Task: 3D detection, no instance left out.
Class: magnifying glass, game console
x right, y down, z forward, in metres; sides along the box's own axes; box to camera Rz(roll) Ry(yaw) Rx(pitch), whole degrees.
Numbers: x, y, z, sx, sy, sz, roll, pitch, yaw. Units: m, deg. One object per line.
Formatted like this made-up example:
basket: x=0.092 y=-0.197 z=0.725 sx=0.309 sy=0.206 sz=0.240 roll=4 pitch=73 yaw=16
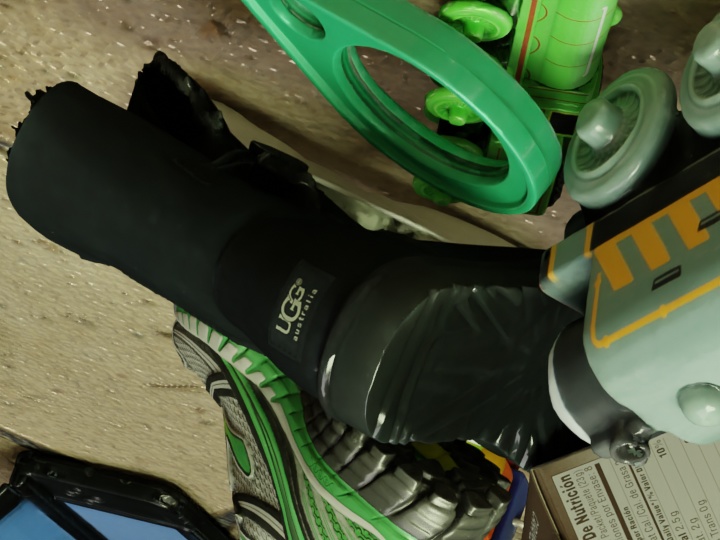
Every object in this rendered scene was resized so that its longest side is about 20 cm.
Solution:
magnifying glass: x=-0.021 y=-0.086 z=0.732 sx=0.200 sy=0.022 sz=0.080 roll=38 pitch=163 yaw=-8
game console: x=-0.174 y=0.209 z=1.588 sx=0.175 sy=0.117 sz=0.200 roll=11 pitch=159 yaw=25

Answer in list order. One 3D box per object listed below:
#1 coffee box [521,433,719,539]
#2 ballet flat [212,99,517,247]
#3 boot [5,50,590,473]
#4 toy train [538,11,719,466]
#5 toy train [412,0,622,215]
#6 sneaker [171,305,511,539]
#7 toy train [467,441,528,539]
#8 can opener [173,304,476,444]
coffee box: x=0.161 y=0.082 z=0.831 sx=0.199 sy=0.080 sz=0.114 roll=-21 pitch=159 yaw=-5
ballet flat: x=0.000 y=0.000 z=0.928 sx=0.199 sy=0.070 sz=0.069 roll=29 pitch=159 yaw=-16
boot: x=-0.005 y=-0.005 z=0.806 sx=0.168 sy=0.077 sz=0.200 roll=33 pitch=-166 yaw=31
toy train: x=0.123 y=-0.018 z=0.672 sx=0.085 sy=0.114 sz=0.200 roll=30 pitch=143 yaw=-25
toy train: x=0.050 y=-0.066 z=0.765 sx=0.056 sy=0.042 sz=0.200 roll=9 pitch=160 yaw=1
sneaker: x=-0.025 y=0.066 z=0.853 sx=0.078 sy=0.085 sz=0.200 roll=19 pitch=-166 yaw=-29
toy train: x=0.051 y=0.091 z=1.133 sx=0.199 sy=0.085 sz=0.116 roll=15 pitch=147 yaw=14
can opener: x=0.016 y=0.038 z=1.049 sx=0.199 sy=0.053 sz=0.066 roll=22 pitch=161 yaw=-4
